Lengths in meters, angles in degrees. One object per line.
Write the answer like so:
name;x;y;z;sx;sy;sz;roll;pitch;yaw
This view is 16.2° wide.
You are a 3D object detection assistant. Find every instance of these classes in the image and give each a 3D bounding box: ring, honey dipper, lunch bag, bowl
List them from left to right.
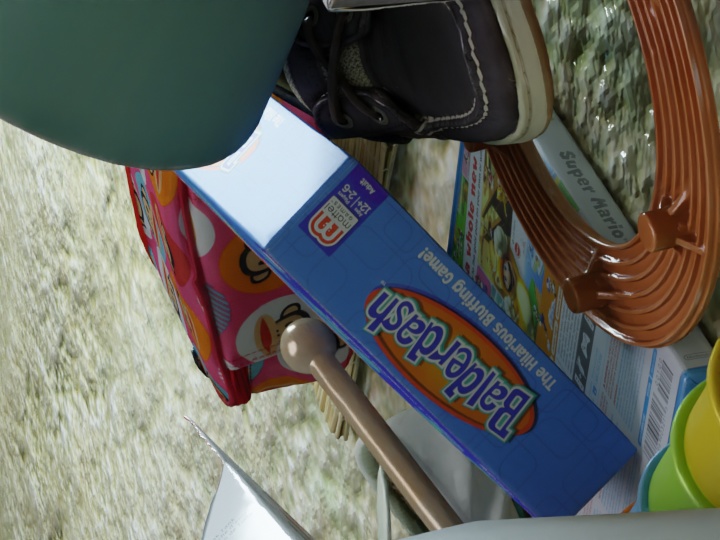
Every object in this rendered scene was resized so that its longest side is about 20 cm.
bowl;-0.080;-0.139;0.770;0.105;0.201;0.201;-47;46;28
lunch bag;-0.065;-0.057;1.154;0.200;0.082;0.176;83;166;-45
honey dipper;0.024;0.088;0.954;0.200;0.038;0.038;51;148;33
ring;0.061;-0.069;0.815;0.200;0.019;0.200;163;90;-75

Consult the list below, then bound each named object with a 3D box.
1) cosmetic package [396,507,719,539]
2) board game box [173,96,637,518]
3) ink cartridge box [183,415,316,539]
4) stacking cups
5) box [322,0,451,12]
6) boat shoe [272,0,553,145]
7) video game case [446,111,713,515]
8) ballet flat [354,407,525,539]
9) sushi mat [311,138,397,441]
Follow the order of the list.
cosmetic package;0.083;0.165;0.655;0.199;0.123;0.200;-8;91;41
board game box;0.000;0.000;0.908;0.152;0.045;0.200;45;179;-24
ink cartridge box;-0.012;0.154;1.071;0.161;0.050;0.200;47;175;-24
stacking cups;0.109;0.085;0.780;0.200;0.060;0.061;106;150;-57
box;0.039;-0.163;0.719;0.050;0.158;0.200;102;153;-48
boat shoe;0.005;-0.073;0.845;0.200;0.065;0.072;-150;44;-69
video game case;0.075;0.029;0.927;0.200;0.018;0.143;-118;25;-47
ballet flat;0.046;0.130;0.985;0.200;0.069;0.069;-115;24;-43
sushi mat;-0.013;-0.017;1.194;0.200;0.012;0.096;99;156;-45
